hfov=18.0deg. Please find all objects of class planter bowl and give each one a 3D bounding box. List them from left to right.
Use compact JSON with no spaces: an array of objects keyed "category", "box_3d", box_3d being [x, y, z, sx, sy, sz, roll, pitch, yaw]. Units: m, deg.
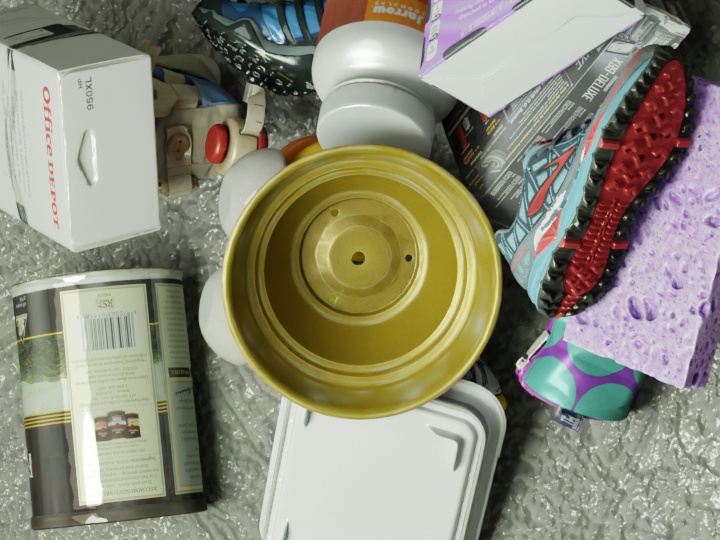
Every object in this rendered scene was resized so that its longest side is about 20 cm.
[{"category":"planter bowl","box_3d":[0.000,0.000,1.640,0.199,0.084,0.202,0,104,-2]}]

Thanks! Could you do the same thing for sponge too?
[{"category":"sponge","box_3d":[0.209,-0.031,1.528,0.111,0.030,0.202,23,104,44]}]

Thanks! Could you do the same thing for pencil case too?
[{"category":"pencil case","box_3d":[0.180,0.010,1.625,0.085,0.092,0.201,-119,46,-73]}]

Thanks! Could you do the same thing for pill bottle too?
[{"category":"pill bottle","box_3d":[0.026,-0.174,1.675,0.112,0.112,0.201,-16,49,35]}]

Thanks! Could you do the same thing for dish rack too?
[{"category":"dish rack","box_3d":[0.010,0.163,1.699,0.170,0.044,0.201,15,118,8]}]

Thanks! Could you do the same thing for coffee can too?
[{"category":"coffee can","box_3d":[-0.208,0.106,1.875,0.146,0.146,0.202,-10,84,36]}]

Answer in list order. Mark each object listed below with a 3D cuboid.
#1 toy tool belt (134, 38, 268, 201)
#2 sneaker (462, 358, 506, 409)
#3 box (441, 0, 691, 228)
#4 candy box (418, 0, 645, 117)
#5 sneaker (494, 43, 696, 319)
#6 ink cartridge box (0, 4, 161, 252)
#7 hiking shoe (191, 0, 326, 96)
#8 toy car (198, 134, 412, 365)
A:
[{"category":"toy tool belt","box_3d":[-0.165,-0.119,1.819,0.200,0.122,0.126,34,113,61]},{"category":"sneaker","box_3d":[0.037,0.144,1.738,0.082,0.078,0.200,44,120,16]},{"category":"box","box_3d":[0.139,-0.152,1.635,0.200,0.050,0.158,-51,31,24]},{"category":"candy box","box_3d":[0.126,-0.235,1.593,0.167,0.071,0.201,-32,41,46]},{"category":"sneaker","box_3d":[0.146,-0.072,1.521,0.096,0.079,0.201,46,118,40]},{"category":"ink cartridge box","box_3d":[-0.241,-0.115,1.780,0.200,0.084,0.146,27,126,51]},{"category":"hiking shoe","box_3d":[-0.042,-0.185,1.806,0.199,0.074,0.087,25,72,27]},{"category":"toy car","box_3d":[-0.038,-0.009,1.761,0.150,0.174,0.202,-150,70,-69]}]
